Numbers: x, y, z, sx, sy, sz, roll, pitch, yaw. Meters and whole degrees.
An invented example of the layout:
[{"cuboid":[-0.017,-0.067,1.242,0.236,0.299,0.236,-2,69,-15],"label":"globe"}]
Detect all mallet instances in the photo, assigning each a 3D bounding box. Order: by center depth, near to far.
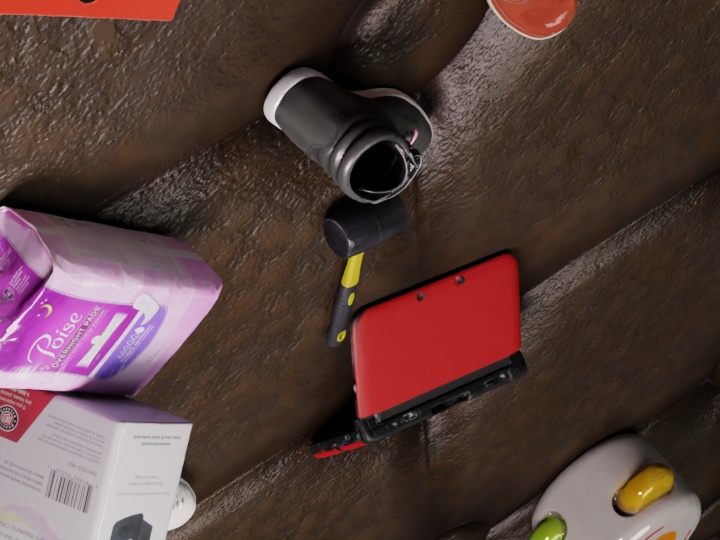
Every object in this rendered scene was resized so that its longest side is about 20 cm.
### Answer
[{"cuboid":[0.000,0.000,1.688,0.066,0.041,0.200,-32,157,-20],"label":"mallet"}]

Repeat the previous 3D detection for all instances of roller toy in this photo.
[{"cuboid":[0.314,0.301,2.411,0.200,0.140,0.182,-49,152,15],"label":"roller toy"}]

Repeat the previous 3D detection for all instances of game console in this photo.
[{"cuboid":[0.048,0.081,1.883,0.200,0.119,0.172,-20,178,-33],"label":"game console"}]

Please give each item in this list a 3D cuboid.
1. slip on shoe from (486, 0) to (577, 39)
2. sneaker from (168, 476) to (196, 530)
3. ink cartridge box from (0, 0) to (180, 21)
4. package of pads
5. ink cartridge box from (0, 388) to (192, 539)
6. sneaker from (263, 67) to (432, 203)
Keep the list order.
[{"cuboid":[0.131,-0.224,1.486,0.074,0.061,0.200,-40,154,-5],"label":"slip on shoe"},{"cuboid":[-0.190,0.213,1.706,0.073,0.085,0.200,-47,154,9],"label":"sneaker"},{"cuboid":[-0.118,-0.220,1.190,0.160,0.047,0.200,-6,135,-48],"label":"ink cartridge box"},{"cuboid":[-0.201,0.025,1.422,0.121,0.076,0.200,-52,151,17],"label":"package of pads"},{"cuboid":[-0.222,0.188,1.474,0.083,0.145,0.201,7,98,-55],"label":"ink cartridge box"},{"cuboid":[0.015,-0.088,1.499,0.071,0.099,0.200,-51,152,16],"label":"sneaker"}]
